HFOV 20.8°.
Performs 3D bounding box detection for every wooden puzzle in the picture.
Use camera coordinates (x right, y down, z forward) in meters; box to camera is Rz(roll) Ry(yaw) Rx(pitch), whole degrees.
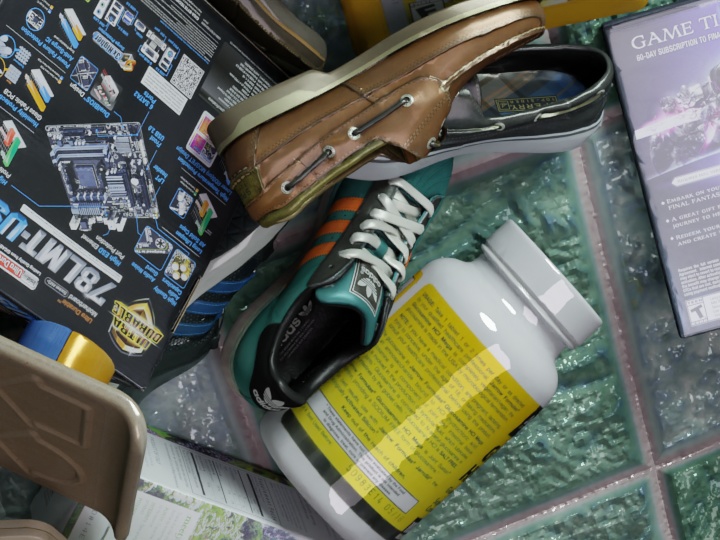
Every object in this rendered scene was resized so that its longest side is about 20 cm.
[{"bbox_3d":[-0.197,0.057,1.044,0.199,0.185,0.046,29,64,3],"label":"wooden puzzle"}]

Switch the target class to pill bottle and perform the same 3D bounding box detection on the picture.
[{"bbox_3d":[0.045,0.067,1.183,0.200,0.113,0.112,-42,116,4],"label":"pill bottle"}]

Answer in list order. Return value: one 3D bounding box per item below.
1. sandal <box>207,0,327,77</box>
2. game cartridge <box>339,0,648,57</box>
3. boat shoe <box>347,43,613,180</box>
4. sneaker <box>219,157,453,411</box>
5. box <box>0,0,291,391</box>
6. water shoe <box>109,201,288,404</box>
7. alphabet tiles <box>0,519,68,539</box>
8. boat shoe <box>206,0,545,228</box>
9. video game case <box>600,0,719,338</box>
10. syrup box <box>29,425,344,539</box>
[{"bbox_3d":[-0.083,-0.182,1.069,0.200,0.082,0.055,41,78,-26],"label":"sandal"},{"bbox_3d":[0.068,-0.183,1.046,0.175,0.033,0.200,-11,159,4],"label":"game cartridge"},{"bbox_3d":[0.054,-0.101,1.137,0.198,0.069,0.057,-8,149,-20],"label":"boat shoe"},{"bbox_3d":[0.000,0.000,1.146,0.071,0.080,0.201,38,82,-26],"label":"sneaker"},{"bbox_3d":[-0.145,-0.069,1.040,0.200,0.049,0.200,39,71,-41],"label":"box"},{"bbox_3d":[-0.105,0.007,1.152,0.200,0.072,0.079,-43,149,-4],"label":"water shoe"},{"bbox_3d":[-0.180,0.192,1.149,0.194,0.015,0.200,-6,147,22],"label":"alphabet tiles"},{"bbox_3d":[0.019,-0.088,1.067,0.199,0.072,0.068,-26,83,-2],"label":"boat shoe"},{"bbox_3d":[0.239,-0.072,1.194,0.142,0.019,0.202,-15,101,5],"label":"video game case"},{"bbox_3d":[-0.093,0.163,1.199,0.199,0.082,0.079,23,105,-23],"label":"syrup box"}]
